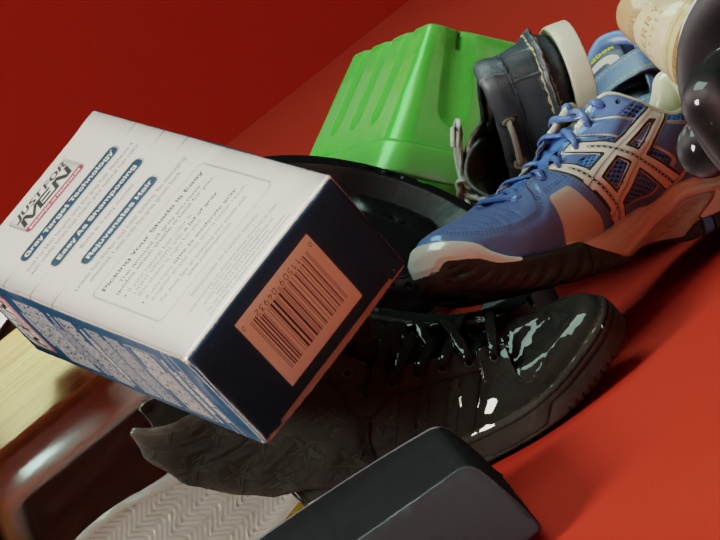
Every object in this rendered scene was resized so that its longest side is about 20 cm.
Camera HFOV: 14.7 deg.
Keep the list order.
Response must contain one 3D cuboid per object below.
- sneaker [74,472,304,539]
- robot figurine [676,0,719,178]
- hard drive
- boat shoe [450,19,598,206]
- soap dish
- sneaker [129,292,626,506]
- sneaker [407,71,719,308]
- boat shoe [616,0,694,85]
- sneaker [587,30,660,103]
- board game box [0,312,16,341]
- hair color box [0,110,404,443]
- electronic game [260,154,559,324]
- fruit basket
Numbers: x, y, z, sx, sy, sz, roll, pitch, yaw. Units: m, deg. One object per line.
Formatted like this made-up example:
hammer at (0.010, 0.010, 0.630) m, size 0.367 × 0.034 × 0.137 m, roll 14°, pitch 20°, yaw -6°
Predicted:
sneaker at (-0.076, 0.125, 1.304) m, size 0.200 × 0.074 × 0.116 m, roll -42°, pitch -5°, yaw -18°
robot figurine at (0.209, -0.096, 1.168) m, size 0.149 × 0.126 × 0.200 m, roll 10°, pitch 32°, yaw 26°
hard drive at (-0.028, 0.134, 1.081) m, size 0.199 × 0.042 × 0.135 m, roll -36°, pitch 7°, yaw 0°
boat shoe at (0.079, -0.053, 1.417) m, size 0.061 × 0.075 × 0.200 m, roll -16°, pitch -22°, yaw -10°
soap dish at (-0.134, 0.087, 1.375) m, size 0.157 × 0.081 × 0.200 m, roll -40°, pitch -23°, yaw -17°
sneaker at (0.008, 0.046, 1.202) m, size 0.199 × 0.104 × 0.060 m, roll -35°, pitch 21°, yaw 18°
sneaker at (0.096, -0.036, 1.271) m, size 0.199 × 0.078 × 0.076 m, roll -21°, pitch 5°, yaw -37°
boat shoe at (0.211, -0.130, 1.310) m, size 0.199 × 0.072 × 0.064 m, roll -10°, pitch 32°, yaw -34°
sneaker at (0.142, -0.070, 1.443) m, size 0.074 × 0.082 × 0.200 m, roll -32°, pitch 11°, yaw 12°
board game box at (-0.160, 0.034, 1.383) m, size 0.200 × 0.032 × 0.120 m, roll -52°, pitch -20°, yaw 12°
hair color box at (-0.080, -0.001, 1.205) m, size 0.100 × 0.061 × 0.200 m, roll -51°, pitch 34°, yaw -15°
electronic game at (0.000, 0.000, 1.325) m, size 0.200 × 0.199 × 0.042 m, roll -50°, pitch -20°, yaw -63°
fruit basket at (0.032, -0.031, 1.620) m, size 0.216 × 0.154 × 0.217 m, roll -168°, pitch 90°, yaw -75°
